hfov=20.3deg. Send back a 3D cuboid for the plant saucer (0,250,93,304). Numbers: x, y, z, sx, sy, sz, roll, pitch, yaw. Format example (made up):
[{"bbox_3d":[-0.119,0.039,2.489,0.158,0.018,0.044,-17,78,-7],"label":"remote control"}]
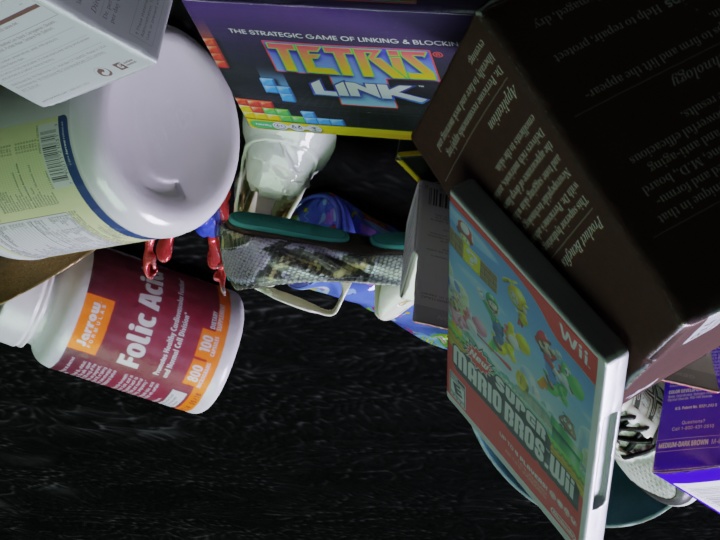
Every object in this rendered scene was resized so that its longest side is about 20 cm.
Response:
[{"bbox_3d":[-0.252,-0.026,1.526,0.200,0.200,0.035,-12,113,45],"label":"plant saucer"}]

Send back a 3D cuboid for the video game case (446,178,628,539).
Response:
[{"bbox_3d":[0.095,0.059,1.140,0.017,0.143,0.200,-28,146,-19],"label":"video game case"}]

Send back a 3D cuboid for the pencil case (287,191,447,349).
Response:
[{"bbox_3d":[0.031,0.007,1.552,0.200,0.078,0.087,24,177,-30],"label":"pencil case"}]

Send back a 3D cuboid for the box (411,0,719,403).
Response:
[{"bbox_3d":[0.159,-0.060,1.097,0.164,0.200,0.166,-28,168,-20],"label":"box"}]

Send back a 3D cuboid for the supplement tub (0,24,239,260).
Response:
[{"bbox_3d":[-0.197,-0.084,1.363,0.200,0.145,0.145,-8,151,40],"label":"supplement tub"}]

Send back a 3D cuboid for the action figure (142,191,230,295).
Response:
[{"bbox_3d":[-0.131,-0.017,1.524,0.065,0.099,0.200,6,164,-3],"label":"action figure"}]

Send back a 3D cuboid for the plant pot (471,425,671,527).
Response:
[{"bbox_3d":[0.196,0.077,1.529,0.200,0.200,0.135,-6,-164,36],"label":"plant pot"}]

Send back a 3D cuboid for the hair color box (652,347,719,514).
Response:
[{"bbox_3d":[0.271,0.065,1.410,0.065,0.200,0.109,-11,148,41],"label":"hair color box"}]

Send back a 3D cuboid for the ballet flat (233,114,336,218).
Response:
[{"bbox_3d":[-0.060,-0.069,1.436,0.069,0.069,0.200,14,158,-5],"label":"ballet flat"}]

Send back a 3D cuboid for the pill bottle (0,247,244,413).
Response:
[{"bbox_3d":[-0.211,0.041,1.711,0.200,0.114,0.114,19,157,-19],"label":"pill bottle"}]

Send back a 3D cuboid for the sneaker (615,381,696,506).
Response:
[{"bbox_3d":[0.170,0.088,1.410,0.076,0.088,0.200,-29,94,38],"label":"sneaker"}]

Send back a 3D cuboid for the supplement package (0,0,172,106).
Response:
[{"bbox_3d":[-0.212,-0.196,1.138,0.200,0.117,0.117,29,152,-35],"label":"supplement package"}]

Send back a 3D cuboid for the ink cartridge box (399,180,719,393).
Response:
[{"bbox_3d":[0.126,0.023,1.307,0.200,0.176,0.045,14,122,-4],"label":"ink cartridge box"}]

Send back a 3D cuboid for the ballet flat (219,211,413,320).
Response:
[{"bbox_3d":[0.000,0.000,1.417,0.200,0.072,0.072,5,158,0],"label":"ballet flat"}]

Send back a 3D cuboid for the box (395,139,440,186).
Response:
[{"bbox_3d":[0.148,-0.065,1.364,0.200,0.049,0.160,-2,152,31],"label":"box"}]

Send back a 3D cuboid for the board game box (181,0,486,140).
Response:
[{"bbox_3d":[0.009,-0.141,1.240,0.200,0.057,0.165,5,158,16],"label":"board game box"}]
